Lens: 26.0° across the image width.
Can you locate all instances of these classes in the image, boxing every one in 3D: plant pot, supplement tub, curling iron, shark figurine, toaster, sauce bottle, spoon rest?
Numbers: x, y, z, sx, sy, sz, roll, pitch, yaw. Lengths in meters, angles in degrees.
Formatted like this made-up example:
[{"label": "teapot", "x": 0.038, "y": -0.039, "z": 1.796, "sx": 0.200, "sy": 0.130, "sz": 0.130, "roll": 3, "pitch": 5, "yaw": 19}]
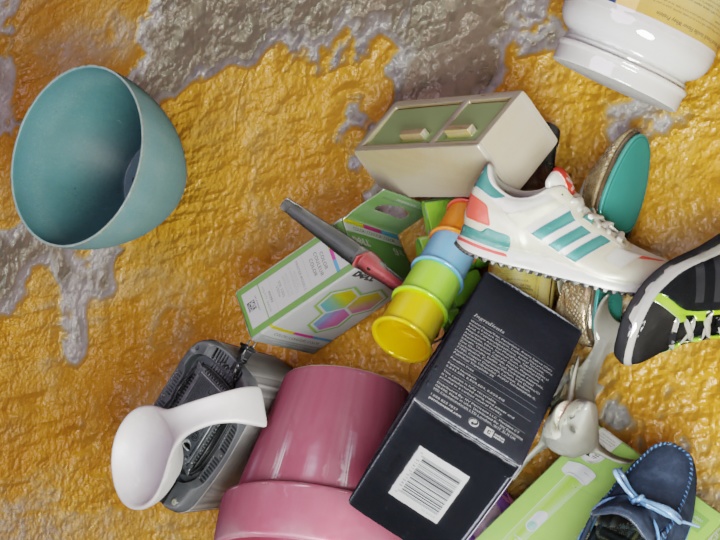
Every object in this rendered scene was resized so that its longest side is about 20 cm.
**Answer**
[{"label": "plant pot", "x": -0.026, "y": 0.195, "z": 1.475, "sx": 0.199, "sy": 0.200, "sz": 0.180, "roll": -7, "pitch": 61, "yaw": 34}, {"label": "supplement tub", "x": 0.265, "y": -0.255, "z": 1.375, "sx": 0.144, "sy": 0.144, "sz": 0.201, "roll": 28, "pitch": 97, "yaw": 36}, {"label": "curling iron", "x": 0.000, "y": 0.000, "z": 1.461, "sx": 0.200, "sy": 0.026, "sz": 0.050, "roll": 43, "pitch": 89, "yaw": 8}, {"label": "shark figurine", "x": 0.202, "y": 0.122, "z": 1.322, "sx": 0.089, "sy": 0.215, "sz": 0.129, "roll": 30, "pitch": 120, "yaw": 6}, {"label": "toaster", "x": -0.133, "y": 0.154, "z": 1.585, "sx": 0.114, "sy": 0.129, "sz": 0.201, "roll": 39, "pitch": 104, "yaw": 33}, {"label": "sauce bottle", "x": 0.156, "y": -0.041, "z": 1.451, "sx": 0.066, "sy": 0.066, "sz": 0.201, "roll": -6, "pitch": 64, "yaw": 34}, {"label": "spoon rest", "x": -0.178, "y": 0.161, "z": 1.488, "sx": 0.199, "sy": 0.060, "sz": 0.100, "roll": -31, "pitch": 60, "yaw": 34}, {"label": "plant pot", "x": -0.272, "y": -0.114, "z": 1.735, "sx": 0.199, "sy": 0.134, "sz": 0.202, "roll": -8, "pitch": 77, "yaw": 34}]

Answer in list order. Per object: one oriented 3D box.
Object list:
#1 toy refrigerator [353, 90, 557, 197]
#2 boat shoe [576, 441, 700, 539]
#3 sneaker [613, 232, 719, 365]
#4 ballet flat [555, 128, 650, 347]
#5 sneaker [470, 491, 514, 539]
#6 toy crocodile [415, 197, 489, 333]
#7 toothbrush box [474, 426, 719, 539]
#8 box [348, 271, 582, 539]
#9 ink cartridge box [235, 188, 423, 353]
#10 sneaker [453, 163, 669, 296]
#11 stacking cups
[{"label": "toy refrigerator", "x": 0.084, "y": -0.119, "z": 1.468, "sx": 0.076, "sy": 0.070, "sz": 0.199, "roll": -49, "pitch": 27, "yaw": -21}, {"label": "boat shoe", "x": 0.216, "y": 0.212, "z": 1.229, "sx": 0.084, "sy": 0.069, "sz": 0.201, "roll": 15, "pitch": 54, "yaw": 24}, {"label": "sneaker", "x": 0.298, "y": 0.024, "z": 1.287, "sx": 0.199, "sy": 0.072, "sz": 0.083, "roll": -33, "pitch": 56, "yaw": -22}, {"label": "ballet flat", "x": 0.212, "y": -0.032, "z": 1.418, "sx": 0.065, "sy": 0.070, "sz": 0.202, "roll": 8, "pitch": 82, "yaw": 46}, {"label": "sneaker", "x": 0.135, "y": 0.242, "z": 1.414, "sx": 0.088, "sy": 0.080, "sz": 0.201, "roll": -24, "pitch": 72, "yaw": 22}, {"label": "toy crocodile", "x": 0.098, "y": 0.019, "z": 1.494, "sx": 0.067, "sy": 0.062, "sz": 0.201, "roll": -13, "pitch": 66, "yaw": -11}, {"label": "toothbrush box", "x": 0.187, "y": 0.251, "z": 1.305, "sx": 0.200, "sy": 0.086, "sz": 0.145, "roll": -40, "pitch": 53, "yaw": -21}, {"label": "box", "x": 0.092, "y": 0.124, "z": 1.337, "sx": 0.104, "sy": 0.200, "sz": 0.148, "roll": 32, "pitch": 131, "yaw": 3}, {"label": "ink cartridge box", "x": -0.015, "y": 0.004, "z": 1.547, "sx": 0.199, "sy": 0.104, "sz": 0.060, "roll": -35, "pitch": 63, "yaw": 25}, {"label": "sneaker", "x": 0.185, "y": -0.038, "z": 1.348, "sx": 0.198, "sy": 0.070, "sz": 0.094, "roll": 13, "pitch": 97, "yaw": 10}, {"label": "stacking cups", "x": 0.078, "y": -0.005, "z": 1.439, "sx": 0.060, "sy": 0.061, "sz": 0.201, "roll": 0, "pitch": 44, "yaw": 35}]
